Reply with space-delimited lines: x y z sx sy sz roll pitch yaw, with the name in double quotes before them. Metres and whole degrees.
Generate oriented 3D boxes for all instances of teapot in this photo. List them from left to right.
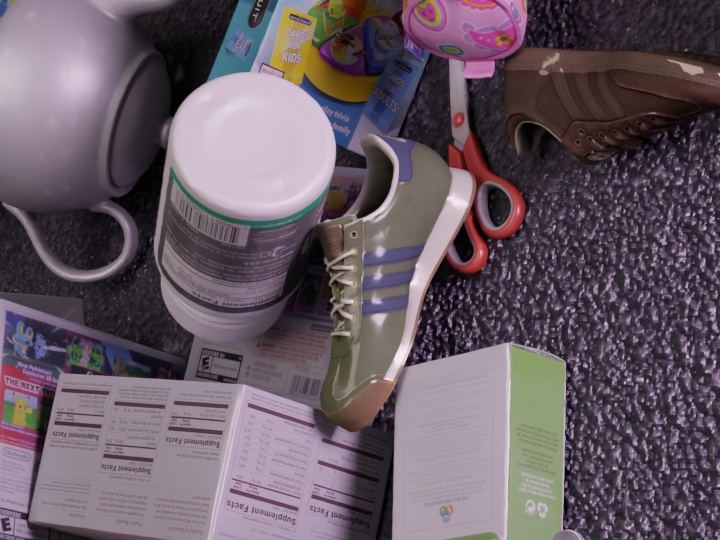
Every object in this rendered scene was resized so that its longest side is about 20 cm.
"teapot" -0.215 -0.124 1.749 0.145 0.200 0.198 19 60 11

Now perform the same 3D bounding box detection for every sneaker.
"sneaker" 0.000 0.000 1.474 0.067 0.090 0.201 -5 57 60
"sneaker" 0.171 -0.105 1.418 0.199 0.070 0.076 10 100 52

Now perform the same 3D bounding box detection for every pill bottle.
"pill bottle" -0.084 -0.037 1.514 0.200 0.112 0.114 108 155 -60

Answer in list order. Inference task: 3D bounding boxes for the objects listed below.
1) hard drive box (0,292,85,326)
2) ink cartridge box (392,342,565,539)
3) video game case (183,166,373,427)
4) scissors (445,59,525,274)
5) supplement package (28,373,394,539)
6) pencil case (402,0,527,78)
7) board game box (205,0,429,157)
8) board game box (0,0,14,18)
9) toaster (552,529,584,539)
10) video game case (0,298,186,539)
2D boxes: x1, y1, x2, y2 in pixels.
"hard drive box" -0.277 0.131 1.726 0.200 0.076 0.157 132 137 -52
"ink cartridge box" 0.075 0.156 1.415 0.103 0.059 0.202 -15 65 43
"video game case" -0.042 0.012 1.613 0.199 0.024 0.183 8 82 47
"scissors" 0.067 -0.092 1.543 0.073 0.014 0.201 -38 54 33
"supplement package" -0.104 0.146 1.531 0.199 0.155 0.112 1 75 45
"pencil case" 0.084 -0.229 1.488 0.087 0.087 0.201 -21 43 39
"board game box" -0.009 -0.193 1.555 0.047 0.150 0.201 25 95 47
"board game box" -0.274 -0.315 1.937 0.195 0.056 0.201 -32 55 35
"toaster" 0.148 0.258 1.265 0.180 0.118 0.202 5 80 47
"video game case" -0.206 0.132 1.607 0.023 0.199 0.184 -12 68 38
